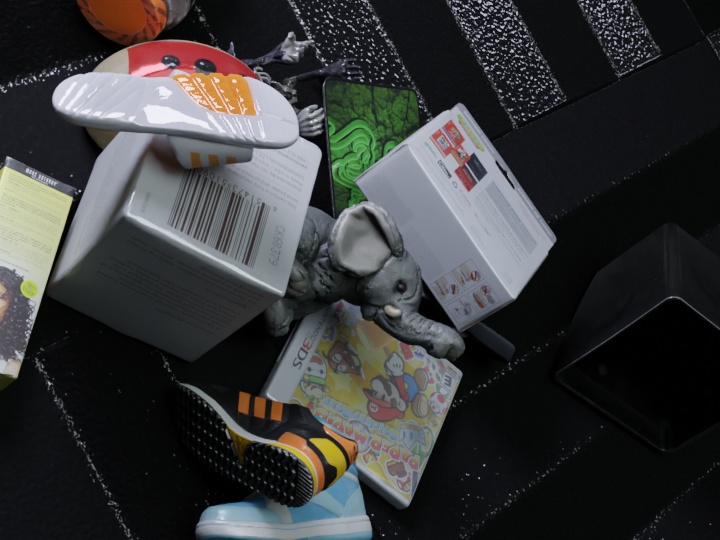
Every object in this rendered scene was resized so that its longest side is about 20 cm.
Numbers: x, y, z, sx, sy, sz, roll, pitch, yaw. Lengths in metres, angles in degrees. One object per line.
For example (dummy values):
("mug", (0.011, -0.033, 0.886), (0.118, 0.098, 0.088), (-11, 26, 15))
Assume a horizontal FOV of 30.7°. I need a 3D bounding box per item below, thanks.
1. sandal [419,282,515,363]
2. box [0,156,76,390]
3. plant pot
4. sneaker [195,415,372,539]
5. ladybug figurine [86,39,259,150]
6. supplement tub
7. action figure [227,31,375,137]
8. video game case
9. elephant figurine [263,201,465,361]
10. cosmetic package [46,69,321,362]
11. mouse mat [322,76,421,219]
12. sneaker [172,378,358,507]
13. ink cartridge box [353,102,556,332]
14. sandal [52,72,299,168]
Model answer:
("sandal", (0.089, 0.057, 1.458), (0.199, 0.076, 0.043), (33, 80, -20))
("box", (-0.322, 0.002, 1.185), (0.075, 0.050, 0.202), (25, 57, -26))
("plant pot", (0.374, 0.069, 1.595), (0.199, 0.200, 0.179), (33, 41, -20))
("sneaker", (-0.079, 0.203, 1.260), (0.199, 0.079, 0.132), (10, 66, -44))
("ladybug figurine", (-0.179, -0.166, 1.317), (0.197, 0.072, 0.138), (-3, 91, -17))
("supplement tub", (-0.210, -0.335, 1.372), (0.122, 0.122, 0.201), (38, 53, -17))
("action figure", (-0.076, -0.196, 1.425), (0.198, 0.101, 0.120), (-10, 87, -40))
("video game case", (0.005, 0.122, 1.394), (0.199, 0.023, 0.183), (40, 52, -16))
("elephant figurine", (0.000, 0.000, 1.327), (0.197, 0.142, 0.157), (-3, 112, -2))
("cosmetic package", (-0.165, -0.044, 1.223), (0.164, 0.199, 0.167), (28, 56, -22))
("mouse mat", (0.020, -0.128, 1.462), (0.199, 0.007, 0.163), (-5, 91, -56))
("sneaker", (-0.090, 0.151, 1.224), (0.090, 0.199, 0.071), (-21, 124, -43))
("ink cartridge box", (0.110, -0.064, 1.442), (0.201, 0.084, 0.175), (55, 33, -4))
("sandal", (-0.155, -0.124, 1.106), (0.204, 0.060, 0.080), (5, 48, -10))
